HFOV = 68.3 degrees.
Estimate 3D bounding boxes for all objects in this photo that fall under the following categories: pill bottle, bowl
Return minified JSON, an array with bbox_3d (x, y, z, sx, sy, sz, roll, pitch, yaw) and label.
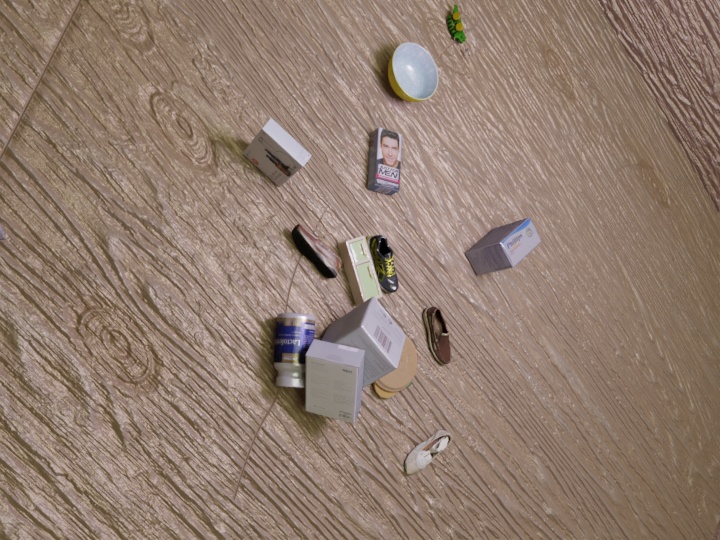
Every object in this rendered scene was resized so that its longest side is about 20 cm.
[{"bbox_3d":[-0.190,0.229,1.525,0.113,0.115,0.206,7,79,-28],"label":"pill bottle"},{"bbox_3d":[0.166,-0.678,1.868,0.196,0.107,0.206,5,80,-29],"label":"bowl"}]

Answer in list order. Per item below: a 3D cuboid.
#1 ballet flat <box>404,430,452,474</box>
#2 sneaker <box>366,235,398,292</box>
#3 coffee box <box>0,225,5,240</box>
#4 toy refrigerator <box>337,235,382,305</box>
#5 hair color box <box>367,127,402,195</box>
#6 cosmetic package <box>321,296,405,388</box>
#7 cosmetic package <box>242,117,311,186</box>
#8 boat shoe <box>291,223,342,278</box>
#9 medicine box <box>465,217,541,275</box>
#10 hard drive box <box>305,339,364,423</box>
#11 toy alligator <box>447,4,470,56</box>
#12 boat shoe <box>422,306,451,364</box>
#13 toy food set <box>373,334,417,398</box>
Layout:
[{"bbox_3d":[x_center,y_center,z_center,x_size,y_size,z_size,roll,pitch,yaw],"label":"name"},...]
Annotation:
[{"bbox_3d":[0.224,0.590,1.734,0.198,0.062,0.068,-34,99,-28],"label":"ballet flat"},{"bbox_3d":[0.077,-0.022,1.731,0.074,0.084,0.204,-27,96,-28],"label":"sneaker"},{"bbox_3d":[-0.911,-0.087,1.168,0.197,0.114,0.082,-21,93,-30],"label":"coffee box"},{"bbox_3d":[0.000,0.000,1.693,0.075,0.070,0.205,-17,90,-29],"label":"toy refrigerator"},{"bbox_3d":[0.083,-0.369,1.801,0.097,0.060,0.206,9,77,-27],"label":"hair color box"},{"bbox_3d":[0.000,0.221,1.554,0.168,0.198,0.167,50,28,-13],"label":"cosmetic package"},{"bbox_3d":[-0.245,-0.335,1.531,0.150,0.199,0.052,42,65,-16],"label":"cosmetic package"},{"bbox_3d":[-0.131,-0.067,1.634,0.201,0.075,0.074,51,57,-22],"label":"boat shoe"},{"bbox_3d":[0.514,-0.084,1.920,0.181,0.199,0.104,-36,99,-28],"label":"medicine box"},{"bbox_3d":[-0.073,0.310,1.479,0.077,0.152,0.204,-61,159,-58],"label":"hard drive box"},{"bbox_3d":[0.374,-0.924,2.057,0.053,0.059,0.205,-15,91,12],"label":"toy alligator"},{"bbox_3d":[0.271,0.224,1.809,0.074,0.074,0.207,-23,94,-29],"label":"boat shoe"},{"bbox_3d":[0.106,0.294,1.721,0.195,0.048,0.204,-25,95,-30],"label":"toy food set"}]
